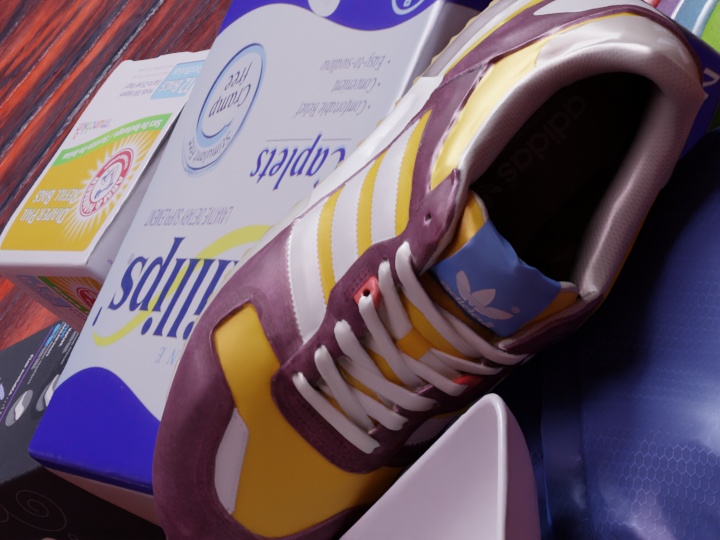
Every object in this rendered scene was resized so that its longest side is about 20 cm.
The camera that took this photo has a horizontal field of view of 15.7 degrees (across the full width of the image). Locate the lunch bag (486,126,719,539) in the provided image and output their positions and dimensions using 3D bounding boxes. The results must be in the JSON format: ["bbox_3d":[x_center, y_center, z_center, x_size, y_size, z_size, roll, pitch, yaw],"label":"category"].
[{"bbox_3d":[0.110,0.059,0.720,0.132,0.136,0.200,-39,34,30],"label":"lunch bag"}]

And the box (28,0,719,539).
[{"bbox_3d":[0.000,0.000,0.861,0.184,0.105,0.201,1,66,65],"label":"box"}]

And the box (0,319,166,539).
[{"bbox_3d":[-0.099,0.089,1.153,0.200,0.122,0.106,-26,32,50],"label":"box"}]

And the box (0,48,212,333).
[{"bbox_3d":[-0.026,0.013,1.015,0.102,0.200,0.112,-57,22,-15],"label":"box"}]

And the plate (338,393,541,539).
[{"bbox_3d":[0.001,0.162,0.675,0.200,0.032,0.201,-50,31,47],"label":"plate"}]

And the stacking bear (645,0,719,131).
[{"bbox_3d":[0.167,-0.052,0.841,0.121,0.114,0.200,-40,23,-16],"label":"stacking bear"}]

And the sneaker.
[{"bbox_3d":[0.014,0.007,0.699,0.200,0.075,0.090,-54,15,6],"label":"sneaker"}]
